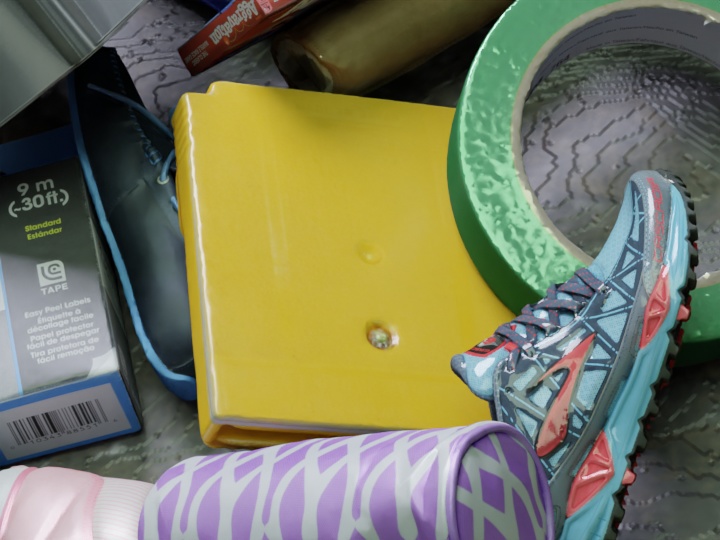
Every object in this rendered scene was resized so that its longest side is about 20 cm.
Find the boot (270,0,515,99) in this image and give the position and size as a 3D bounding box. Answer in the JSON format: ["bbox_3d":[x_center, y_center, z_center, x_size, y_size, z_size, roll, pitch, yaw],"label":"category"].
[{"bbox_3d":[0.062,-0.149,1.284,0.200,0.175,0.066,-29,91,-12],"label":"boot"}]

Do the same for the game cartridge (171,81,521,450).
[{"bbox_3d":[0.000,0.000,1.222,0.176,0.032,0.201,6,52,-19],"label":"game cartridge"}]

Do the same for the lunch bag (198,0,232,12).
[{"bbox_3d":[-0.070,-0.250,1.380,0.200,0.124,0.170,42,68,1],"label":"lunch bag"}]

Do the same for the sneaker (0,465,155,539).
[{"bbox_3d":[-0.134,0.177,1.145,0.104,0.075,0.201,-1,53,16],"label":"sneaker"}]

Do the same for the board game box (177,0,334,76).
[{"bbox_3d":[0.005,-0.164,1.301,0.200,0.103,0.019,-31,90,-28],"label":"board game box"}]

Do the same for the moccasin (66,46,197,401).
[{"bbox_3d":[-0.094,-0.029,1.279,0.068,0.080,0.201,-23,69,5],"label":"moccasin"}]

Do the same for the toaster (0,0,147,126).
[{"bbox_3d":[-0.192,-0.145,1.260,0.181,0.119,0.200,-33,13,34],"label":"toaster"}]

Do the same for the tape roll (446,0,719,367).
[{"bbox_3d":[0.143,-0.055,1.222,0.200,0.048,0.201,2,72,-5],"label":"tape roll"}]

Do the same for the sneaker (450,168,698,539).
[{"bbox_3d":[0.090,0.042,1.127,0.095,0.079,0.201,19,83,1],"label":"sneaker"}]

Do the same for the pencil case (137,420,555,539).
[{"bbox_3d":[-0.009,0.116,1.097,0.200,0.086,0.084,-11,13,42],"label":"pencil case"}]

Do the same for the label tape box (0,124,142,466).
[{"bbox_3d":[-0.200,0.003,1.278,0.144,0.063,0.201,-15,56,0],"label":"label tape box"}]
